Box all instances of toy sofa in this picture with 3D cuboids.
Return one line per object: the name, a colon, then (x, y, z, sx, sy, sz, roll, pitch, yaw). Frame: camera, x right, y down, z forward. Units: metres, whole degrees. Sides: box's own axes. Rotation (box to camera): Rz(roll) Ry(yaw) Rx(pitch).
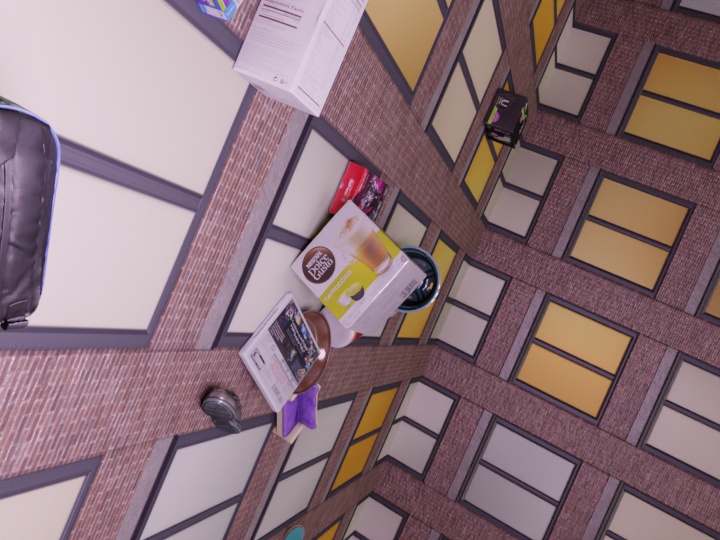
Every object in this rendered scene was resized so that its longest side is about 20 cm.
toy sofa: (-0.166, 0.353, 1.572, 0.083, 0.096, 0.203, -47, 155, -42)

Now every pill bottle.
pill bottle: (-0.028, 0.130, 1.654, 0.199, 0.111, 0.115, -20, 132, -65)

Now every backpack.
backpack: (-0.356, -0.058, 0.500, 0.182, 0.145, 0.203, -16, 132, -64)

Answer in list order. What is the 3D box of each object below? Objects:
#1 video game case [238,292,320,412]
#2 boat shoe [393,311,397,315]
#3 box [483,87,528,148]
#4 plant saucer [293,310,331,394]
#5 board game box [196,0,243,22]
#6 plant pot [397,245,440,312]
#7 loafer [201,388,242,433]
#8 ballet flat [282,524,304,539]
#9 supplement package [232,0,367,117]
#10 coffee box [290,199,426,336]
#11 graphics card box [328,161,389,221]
video game case: (-0.174, 0.184, 1.373, 0.183, 0.023, 0.202, -52, 138, -33)
boat shoe: (0.092, 0.121, 2.032, 0.199, 0.070, 0.063, -25, 142, -60)
box: (0.569, -0.589, 2.395, 0.151, 0.123, 0.200, -66, 162, 1)
plant saucer: (-0.142, 0.192, 1.472, 0.199, 0.036, 0.205, -23, 118, -51)
board game box: (-0.152, -0.436, 0.759, 0.202, 0.044, 0.135, -61, 160, -15)
plant pot: (0.161, 0.028, 1.953, 0.204, 0.197, 0.196, -67, 169, 4)
loafer: (-0.276, 0.274, 1.254, 0.201, 0.070, 0.064, 95, 7, -59)
ballet flat: (-0.256, 0.964, 2.128, 0.203, 0.068, 0.063, -62, -171, -5)
supplement package: (-0.086, -0.359, 0.927, 0.203, 0.108, 0.114, -66, 161, 2)
coffee box: (0.000, 0.000, 1.381, 0.200, 0.198, 0.200, -47, 161, 5)
graphics card box: (0.001, -0.173, 1.471, 0.127, 0.050, 0.200, -67, 162, 3)
